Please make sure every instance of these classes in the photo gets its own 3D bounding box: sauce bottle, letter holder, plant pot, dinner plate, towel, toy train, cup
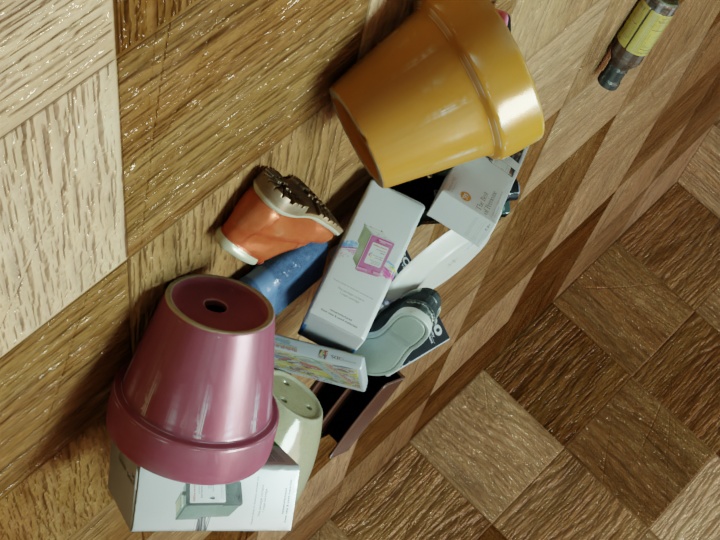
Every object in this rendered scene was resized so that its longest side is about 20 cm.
[{"bbox_3d":[0.474,-0.398,2.249,0.065,0.065,0.201,-32,161,-45],"label":"sauce bottle"},{"bbox_3d":[-0.036,0.247,2.402,0.201,0.101,0.142,-54,163,24],"label":"letter holder"},{"bbox_3d":[0.072,-0.188,1.418,0.182,0.202,0.200,-29,164,-4],"label":"plant pot"},{"bbox_3d":[0.117,-0.016,1.758,0.199,0.024,0.200,-37,167,-10],"label":"dinner plate"},{"bbox_3d":[-0.126,0.026,1.653,0.200,0.049,0.112,-39,164,-28],"label":"towel"},{"bbox_3d":[0.122,-0.100,1.828,0.197,0.086,0.114,-6,171,-5],"label":"toy train"},{"bbox_3d":[-0.134,0.227,1.843,0.144,0.200,0.200,-50,166,20],"label":"cup"},{"bbox_3d":[-0.177,0.113,1.482,0.199,0.199,0.181,-27,140,-54],"label":"plant pot"}]

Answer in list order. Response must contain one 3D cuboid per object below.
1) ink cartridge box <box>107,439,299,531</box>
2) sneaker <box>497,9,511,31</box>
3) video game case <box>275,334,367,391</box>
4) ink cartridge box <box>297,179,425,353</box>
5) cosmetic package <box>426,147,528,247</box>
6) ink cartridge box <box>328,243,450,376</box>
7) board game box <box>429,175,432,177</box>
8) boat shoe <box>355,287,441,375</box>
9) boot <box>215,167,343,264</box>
[{"bbox_3d":[-0.191,0.247,1.554,0.198,0.146,0.085,5,100,-23],"label":"ink cartridge box"},{"bbox_3d":[0.124,-0.265,1.598,0.199,0.078,0.096,-36,140,-41],"label":"sneaker"},{"bbox_3d":[-0.080,0.122,1.776,0.200,0.180,0.023,84,20,-76],"label":"video game case"},{"bbox_3d":[0.000,0.000,1.718,0.202,0.084,0.145,-64,-178,-17],"label":"ink cartridge box"},{"bbox_3d":[0.156,-0.122,1.691,0.051,0.082,0.201,-60,-178,42],"label":"cosmetic package"},{"bbox_3d":[0.056,0.032,1.912,0.043,0.200,0.199,-26,179,33],"label":"ink cartridge box"},{"bbox_3d":[0.136,-0.201,1.812,0.102,0.048,0.200,-44,165,-12],"label":"board game box"},{"bbox_3d":[0.048,0.085,1.772,0.200,0.076,0.061,-33,-161,52],"label":"boat shoe"},{"bbox_3d":[-0.095,-0.051,1.507,0.107,0.075,0.200,-47,158,12],"label":"boot"}]
